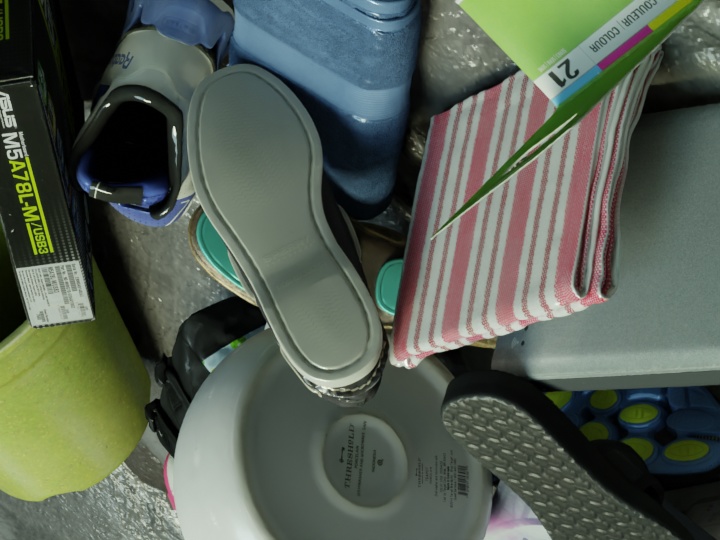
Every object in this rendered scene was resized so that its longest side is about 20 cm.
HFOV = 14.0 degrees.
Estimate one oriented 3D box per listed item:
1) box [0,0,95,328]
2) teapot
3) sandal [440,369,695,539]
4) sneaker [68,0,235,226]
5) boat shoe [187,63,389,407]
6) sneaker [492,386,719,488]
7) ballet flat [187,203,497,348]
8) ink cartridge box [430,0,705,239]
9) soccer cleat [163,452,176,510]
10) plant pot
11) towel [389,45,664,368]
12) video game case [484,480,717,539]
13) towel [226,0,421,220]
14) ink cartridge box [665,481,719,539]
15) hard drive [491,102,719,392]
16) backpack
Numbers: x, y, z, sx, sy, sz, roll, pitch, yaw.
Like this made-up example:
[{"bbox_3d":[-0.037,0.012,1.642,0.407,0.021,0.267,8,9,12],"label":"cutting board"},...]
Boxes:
[{"bbox_3d":[-0.193,-0.102,1.709,0.047,0.193,0.200,-7,136,2],"label":"box"},{"bbox_3d":[-0.031,0.124,1.683,0.198,0.200,0.146,53,147,-3],"label":"teapot"},{"bbox_3d":[0.120,0.107,1.528,0.075,0.048,0.200,-11,135,38],"label":"sandal"},{"bbox_3d":[-0.133,-0.072,1.705,0.080,0.115,0.200,21,148,1],"label":"sneaker"},{"bbox_3d":[-0.037,-0.018,1.576,0.200,0.074,0.060,63,175,24],"label":"boat shoe"},{"bbox_3d":[0.146,0.102,1.661,0.083,0.071,0.199,36,153,-24],"label":"sneaker"},{"bbox_3d":[0.000,0.000,1.648,0.200,0.068,0.072,10,-179,-4],"label":"ballet flat"},{"bbox_3d":[0.096,-0.122,1.297,0.076,0.200,0.148,46,150,-4],"label":"ink cartridge box"},{"bbox_3d":[-0.046,0.172,1.958,0.086,0.070,0.200,-11,136,40],"label":"soccer cleat"},{"bbox_3d":[-0.232,0.051,1.945,0.200,0.201,0.184,17,152,38],"label":"plant pot"},{"bbox_3d":[0.080,-0.032,1.499,0.030,0.147,0.200,21,159,-24],"label":"towel"},{"bbox_3d":[0.133,0.169,1.663,0.143,0.019,0.200,38,152,12],"label":"video game case"},{"bbox_3d":[-0.018,-0.117,1.595,0.112,0.049,0.200,34,148,18],"label":"towel"},{"bbox_3d":[0.233,0.177,1.634,0.117,0.068,0.200,51,151,-12],"label":"ink cartridge box"},{"bbox_3d":[0.152,-0.011,1.437,0.033,0.140,0.200,25,162,-33],"label":"hard drive"},{"bbox_3d":[-0.029,0.127,1.829,0.200,0.154,0.163,62,157,26],"label":"backpack"}]
